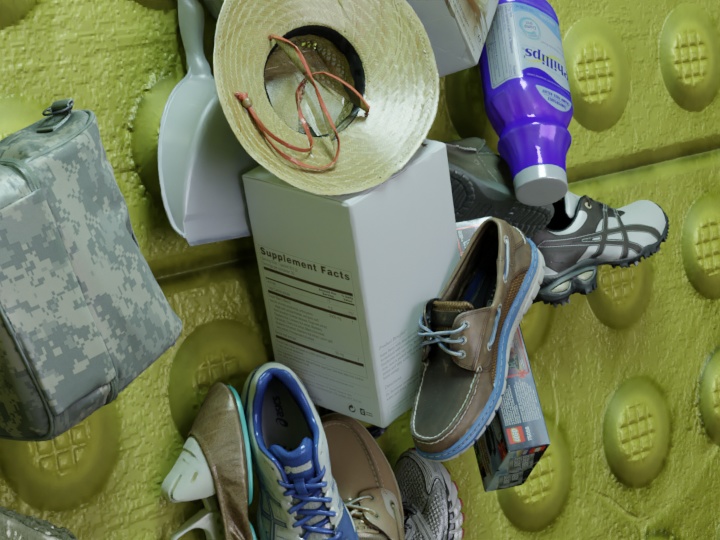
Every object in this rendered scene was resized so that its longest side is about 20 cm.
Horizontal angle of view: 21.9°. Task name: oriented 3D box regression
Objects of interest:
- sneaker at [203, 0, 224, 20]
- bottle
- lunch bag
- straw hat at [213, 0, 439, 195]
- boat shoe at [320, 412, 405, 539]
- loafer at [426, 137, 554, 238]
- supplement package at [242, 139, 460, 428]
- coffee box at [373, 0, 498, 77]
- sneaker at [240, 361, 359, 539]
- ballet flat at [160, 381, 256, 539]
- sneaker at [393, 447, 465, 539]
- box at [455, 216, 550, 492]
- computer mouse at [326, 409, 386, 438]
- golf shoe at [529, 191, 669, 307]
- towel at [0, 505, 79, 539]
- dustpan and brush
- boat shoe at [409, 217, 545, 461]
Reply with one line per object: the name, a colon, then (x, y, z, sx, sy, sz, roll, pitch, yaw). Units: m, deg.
sneaker: (-0.075, -0.254, 1.444, 0.200, 0.130, 0.080, 50, 56, -31)
bottle: (0.148, -0.154, 1.653, 0.083, 0.065, 0.201, 22, 51, -38)
lunch bag: (-0.220, 0.001, 1.296, 0.167, 0.139, 0.201, -35, 113, -37)
straw hat: (-0.044, -0.139, 1.433, 0.200, 0.085, 0.202, 9, 69, -24)
boat shoe: (0.004, 0.210, 1.516, 0.065, 0.071, 0.201, 59, 11, -78)
loafer: (0.082, -0.080, 1.644, 0.199, 0.075, 0.070, 18, 40, -38)
supplement package: (0.000, 0.000, 1.491, 0.121, 0.119, 0.201, -32, 126, -39)
coffee box: (0.055, -0.247, 1.545, 0.200, 0.079, 0.115, -70, 139, -58)
sneaker: (-0.052, 0.168, 1.449, 0.075, 0.088, 0.201, -20, 80, -6)
ballet flat: (-0.117, 0.191, 1.455, 0.072, 0.068, 0.201, -12, 102, -23)
sneaker: (0.030, 0.249, 1.574, 0.082, 0.078, 0.201, 21, 75, -40)
box: (0.108, 0.073, 1.570, 0.040, 0.137, 0.201, -10, 72, -8)
computer mouse: (0.049, 0.102, 1.624, 0.199, 0.034, 0.059, -25, 107, -41)
golf shoe: (0.221, -0.042, 1.760, 0.200, 0.077, 0.095, -29, 109, -41)
towel: (-0.287, 0.226, 1.301, 0.200, 0.036, 0.149, 32, 69, -39)
dustpan and brush: (-0.118, -0.128, 1.463, 0.139, 0.057, 0.202, -12, 104, -55)
boat shoe: (0.078, 0.050, 1.458, 0.072, 0.072, 0.201, 45, 58, -43)
